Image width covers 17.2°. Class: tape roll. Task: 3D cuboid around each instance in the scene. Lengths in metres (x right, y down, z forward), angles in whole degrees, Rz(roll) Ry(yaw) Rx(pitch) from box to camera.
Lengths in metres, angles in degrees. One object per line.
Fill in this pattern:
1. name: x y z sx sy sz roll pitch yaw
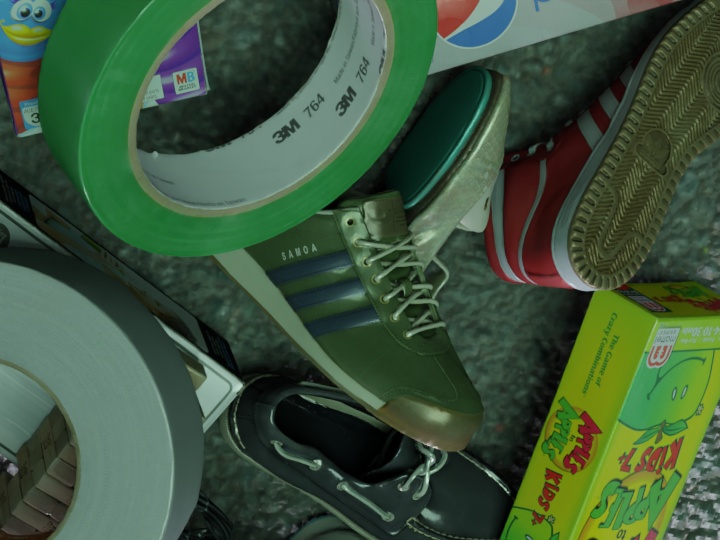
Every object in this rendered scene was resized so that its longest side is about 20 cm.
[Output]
1. tape roll: -0.058 -0.099 1.157 0.200 0.048 0.201 -24 141 -21
2. tape roll: -0.182 0.090 1.194 0.199 0.066 0.202 1 98 10

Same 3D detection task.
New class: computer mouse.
1. computer mouse: -0.094 0.163 1.330 0.058 0.034 0.200 -2 146 0

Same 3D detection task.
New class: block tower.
1. block tower: -0.161 0.123 1.264 0.054 0.058 0.200 34 101 -24

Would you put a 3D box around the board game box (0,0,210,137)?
1. board game box: -0.143 -0.179 1.145 0.102 0.105 0.201 -14 139 -8

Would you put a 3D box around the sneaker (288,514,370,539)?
1. sneaker: 0.037 0.227 1.406 0.200 0.081 0.077 36 98 -25

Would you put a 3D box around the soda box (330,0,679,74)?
1. soda box: 0.084 -0.161 1.271 0.199 0.063 0.070 -17 114 -6

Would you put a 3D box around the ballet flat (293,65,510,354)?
1. ballet flat: 0.034 -0.027 1.317 0.062 0.068 0.200 27 113 -28

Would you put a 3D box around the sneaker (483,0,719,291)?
1. sneaker: 0.140 -0.072 1.327 0.071 0.112 0.200 45 66 -22

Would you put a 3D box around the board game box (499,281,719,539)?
1. board game box: 0.148 0.107 1.378 0.101 0.048 0.201 -1 116 -50

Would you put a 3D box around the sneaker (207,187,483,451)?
1. sneaker: 0.000 0.000 1.252 0.067 0.200 0.090 -10 137 -57

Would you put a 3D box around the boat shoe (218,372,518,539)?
1. boat shoe: 0.015 0.115 1.354 0.199 0.063 0.073 26 76 -20

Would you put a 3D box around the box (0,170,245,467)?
1. box: -0.175 0.038 1.289 0.200 0.060 0.117 37 99 -23
